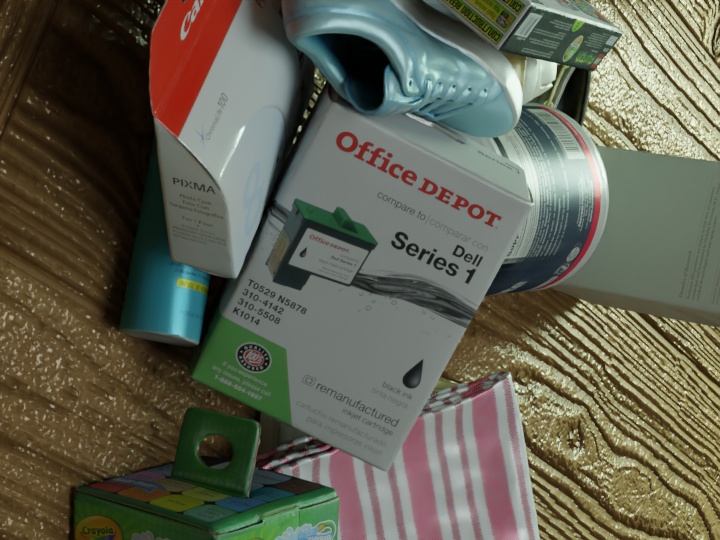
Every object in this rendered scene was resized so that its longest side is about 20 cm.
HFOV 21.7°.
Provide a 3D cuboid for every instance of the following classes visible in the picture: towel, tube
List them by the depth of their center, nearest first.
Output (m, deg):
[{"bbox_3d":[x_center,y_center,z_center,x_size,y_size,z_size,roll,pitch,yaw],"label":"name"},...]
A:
[{"bbox_3d":[-0.109,-0.055,1.176,0.077,0.050,0.201,25,72,-61],"label":"tube"},{"bbox_3d":[0.027,0.164,1.288,0.199,0.030,0.147,-18,117,-12],"label":"towel"}]

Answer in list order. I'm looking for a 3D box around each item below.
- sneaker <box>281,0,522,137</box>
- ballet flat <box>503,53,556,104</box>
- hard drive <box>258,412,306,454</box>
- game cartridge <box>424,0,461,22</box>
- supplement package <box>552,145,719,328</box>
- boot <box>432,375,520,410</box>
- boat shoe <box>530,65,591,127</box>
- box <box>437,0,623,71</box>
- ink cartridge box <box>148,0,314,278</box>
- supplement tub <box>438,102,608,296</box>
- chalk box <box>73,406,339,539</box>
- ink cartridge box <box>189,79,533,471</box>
[{"bbox_3d":[0.021,-0.117,1.132,0.200,0.074,0.082,31,56,-35],"label":"sneaker"},{"bbox_3d":[0.109,-0.151,1.291,0.200,0.063,0.069,-72,167,-67],"label":"ballet flat"},{"bbox_3d":[-0.024,0.127,1.339,0.132,0.027,0.201,-4,102,-53],"label":"hard drive"},{"bbox_3d":[0.054,-0.249,1.348,0.133,0.041,0.201,-4,101,-48],"label":"game cartridge"},{"bbox_3d":[0.252,-0.026,1.521,0.121,0.199,0.120,18,84,-53],"label":"supplement package"},{"bbox_3d":[0.036,0.152,1.347,0.200,0.073,0.156,24,80,-56],"label":"boot"},{"bbox_3d":[0.140,-0.079,1.477,0.072,0.060,0.203,3,95,-53],"label":"boat shoe"},{"bbox_3d":[0.089,-0.177,1.180,0.035,0.110,0.200,-53,162,16],"label":"box"},{"bbox_3d":[-0.069,-0.118,1.086,0.200,0.047,0.161,93,15,-54],"label":"ink cartridge box"},{"bbox_3d":[0.072,-0.050,1.330,0.200,0.140,0.141,-5,102,-52],"label":"supplement tub"},{"bbox_3d":[-0.098,0.190,1.178,0.124,0.124,0.201,-10,105,-51],"label":"chalk box"},{"bbox_3d":[0.000,0.000,1.181,0.201,0.146,0.084,-63,-172,15],"label":"ink cartridge box"}]
